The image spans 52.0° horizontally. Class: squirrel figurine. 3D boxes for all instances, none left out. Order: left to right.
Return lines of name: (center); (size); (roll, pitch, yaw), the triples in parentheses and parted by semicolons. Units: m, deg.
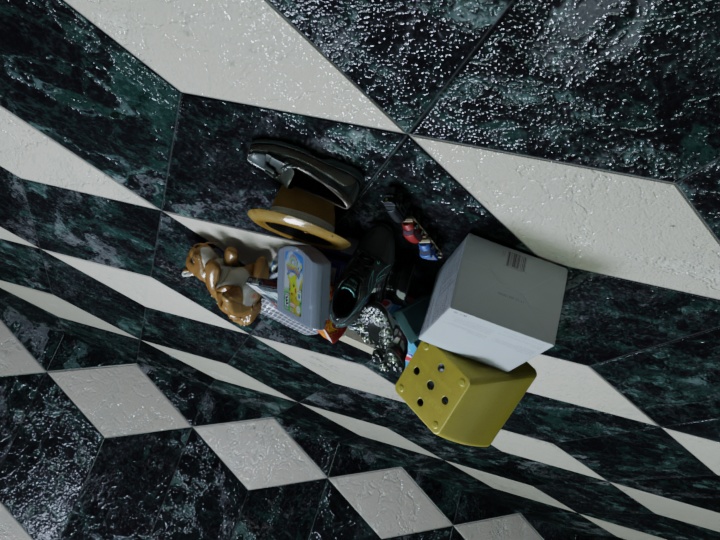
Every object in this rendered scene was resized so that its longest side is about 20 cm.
squirrel figurine: (-0.310, 0.028, 1.665); (0.185, 0.142, 0.201); (26, 150, 21)

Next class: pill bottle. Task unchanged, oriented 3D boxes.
pill bottle: (0.000, 0.000, 1.407); (0.197, 0.113, 0.112); (17, 158, 7)

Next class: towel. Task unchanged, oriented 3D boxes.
towel: (-0.143, 0.078, 1.731); (0.198, 0.087, 0.165); (29, 155, -22)

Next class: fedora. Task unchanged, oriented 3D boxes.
fedora: (-0.097, -0.098, 1.275); (0.197, 0.083, 0.201); (16, 174, 2)

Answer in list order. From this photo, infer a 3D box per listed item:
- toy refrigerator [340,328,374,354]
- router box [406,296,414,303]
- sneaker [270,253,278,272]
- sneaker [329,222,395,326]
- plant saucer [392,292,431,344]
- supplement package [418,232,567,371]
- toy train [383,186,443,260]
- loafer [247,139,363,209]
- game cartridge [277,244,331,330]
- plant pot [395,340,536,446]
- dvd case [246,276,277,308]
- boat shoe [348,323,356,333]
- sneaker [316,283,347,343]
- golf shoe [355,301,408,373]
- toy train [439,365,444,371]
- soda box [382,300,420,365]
toy refrigerator: (0.048, 0.170, 1.815); (0.198, 0.071, 0.076); (25, 164, -13)
router box: (0.122, 0.132, 1.690); (0.178, 0.049, 0.200); (26, 156, -16)
sneaker: (-0.102, 0.033, 1.550); (0.199, 0.073, 0.072); (35, 138, 6)
sneaker: (0.005, 0.010, 1.311); (0.075, 0.202, 0.079); (25, 180, 7)
plant saucer: (0.122, 0.088, 1.454); (0.019, 0.071, 0.199); (-33, 174, 26)
supplement package: (0.232, 0.063, 1.319); (0.189, 0.149, 0.200); (20, 158, -4)
toy train: (0.092, -0.072, 1.257); (0.034, 0.046, 0.200); (2, 152, 35)
loafer: (-0.095, -0.156, 1.193); (0.197, 0.064, 0.072); (17, 157, 6)
game cartridge: (-0.106, 0.022, 1.323); (0.040, 0.136, 0.199); (3, -174, -26)
plant pot: (0.189, 0.219, 1.461); (0.175, 0.202, 0.200); (4, -147, -49)
dvd case: (-0.129, 0.065, 1.556); (0.198, 0.022, 0.146); (7, 155, 38)
boat shoe: (-0.010, 0.095, 1.632); (0.073, 0.068, 0.200); (40, 152, 16)
sneaker: (-0.077, 0.075, 1.407); (0.077, 0.073, 0.201); (34, 156, 20)
golf shoe: (0.046, 0.112, 1.430); (0.076, 0.089, 0.201); (7, 143, 23)
toy train: (0.262, 0.199, 1.637); (0.198, 0.088, 0.114); (-22, -178, 28)
soda box: (0.091, 0.137, 1.571); (0.067, 0.065, 0.201); (-10, 137, 26)
